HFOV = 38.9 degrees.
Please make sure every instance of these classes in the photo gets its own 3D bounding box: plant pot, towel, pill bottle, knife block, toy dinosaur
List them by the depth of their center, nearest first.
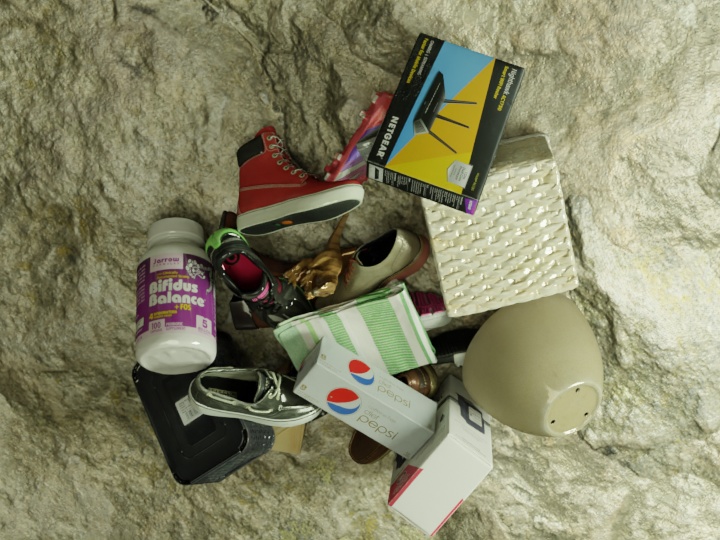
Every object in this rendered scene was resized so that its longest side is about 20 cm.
[{"bbox_3d":[0.257,0.150,1.409,0.197,0.135,0.203,-13,127,-19],"label":"plant pot"},{"bbox_3d":[-0.046,-0.013,1.421,0.105,0.202,0.061,-26,123,25],"label":"toy dinosaur"},{"bbox_3d":[-0.258,0.033,1.429,0.110,0.203,0.113,-5,153,-2],"label":"pill bottle"},{"bbox_3d":[-0.006,0.103,1.435,0.197,0.024,0.154,-18,126,13],"label":"towel"},{"bbox_3d":[-0.121,0.180,1.542,0.196,0.064,0.178,10,108,1],"label":"knife block"}]

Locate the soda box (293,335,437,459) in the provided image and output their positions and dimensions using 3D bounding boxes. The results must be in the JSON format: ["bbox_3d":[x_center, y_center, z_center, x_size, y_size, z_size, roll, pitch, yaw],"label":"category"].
[{"bbox_3d":[0.008,0.178,1.424,0.198,0.064,0.068,32,123,-13],"label":"soda box"}]

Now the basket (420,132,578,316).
[{"bbox_3d":[0.188,-0.062,1.390,0.197,0.161,0.201,-13,107,6],"label":"basket"}]

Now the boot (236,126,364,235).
[{"bbox_3d":[-0.088,-0.137,1.391,0.197,0.072,0.147,-9,76,29],"label":"boot"}]

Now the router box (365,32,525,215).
[{"bbox_3d":[0.108,-0.187,1.291,0.147,0.051,0.202,19,69,6],"label":"router box"}]

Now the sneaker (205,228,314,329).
[{"bbox_3d":[-0.141,0.029,1.417,0.077,0.084,0.200,-43,115,11],"label":"sneaker"}]

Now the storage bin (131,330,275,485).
[{"bbox_3d":[-0.230,0.198,1.492,0.134,0.094,0.202,-32,71,14],"label":"storage bin"}]

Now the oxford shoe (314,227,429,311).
[{"bbox_3d":[0.000,0.000,1.415,0.199,0.071,0.074,-38,138,23],"label":"oxford shoe"}]

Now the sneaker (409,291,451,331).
[{"bbox_3d":[0.049,0.099,1.500,0.197,0.082,0.089,-20,111,17],"label":"sneaker"}]

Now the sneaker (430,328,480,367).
[{"bbox_3d":[0.185,0.132,1.498,0.196,0.074,0.090,-8,112,2],"label":"sneaker"}]

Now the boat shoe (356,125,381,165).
[{"bbox_3d":[0.078,-0.206,1.357,0.202,0.074,0.065,-44,119,-12],"label":"boat shoe"}]

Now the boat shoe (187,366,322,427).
[{"bbox_3d":[-0.137,0.171,1.410,0.197,0.072,0.064,5,149,-22],"label":"boat shoe"}]

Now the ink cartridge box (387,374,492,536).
[{"bbox_3d":[0.117,0.263,1.483,0.084,0.200,0.145,36,108,-6],"label":"ink cartridge box"}]

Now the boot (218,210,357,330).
[{"bbox_3d":[-0.101,-0.008,1.476,0.196,0.069,0.191,-9,105,4],"label":"boot"}]

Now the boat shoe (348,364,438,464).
[{"bbox_3d":[0.035,0.215,1.523,0.072,0.067,0.201,50,119,26],"label":"boat shoe"}]

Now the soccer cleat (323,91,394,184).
[{"bbox_3d":[0.004,-0.154,1.422,0.076,0.067,0.202,29,106,-11],"label":"soccer cleat"}]
